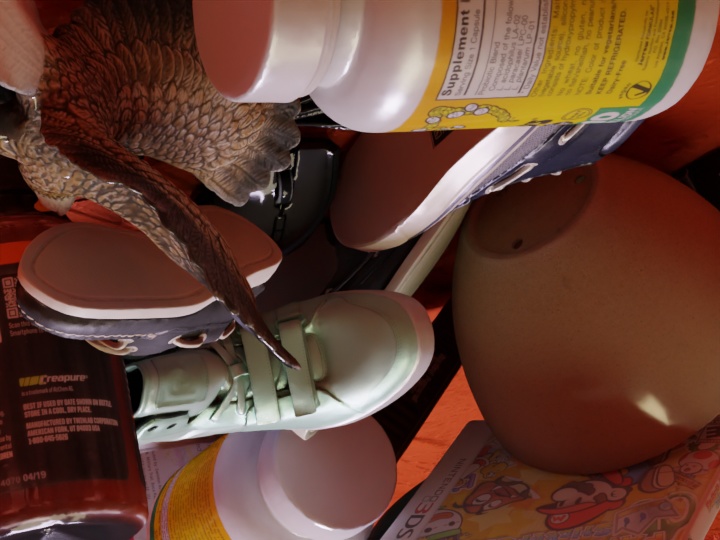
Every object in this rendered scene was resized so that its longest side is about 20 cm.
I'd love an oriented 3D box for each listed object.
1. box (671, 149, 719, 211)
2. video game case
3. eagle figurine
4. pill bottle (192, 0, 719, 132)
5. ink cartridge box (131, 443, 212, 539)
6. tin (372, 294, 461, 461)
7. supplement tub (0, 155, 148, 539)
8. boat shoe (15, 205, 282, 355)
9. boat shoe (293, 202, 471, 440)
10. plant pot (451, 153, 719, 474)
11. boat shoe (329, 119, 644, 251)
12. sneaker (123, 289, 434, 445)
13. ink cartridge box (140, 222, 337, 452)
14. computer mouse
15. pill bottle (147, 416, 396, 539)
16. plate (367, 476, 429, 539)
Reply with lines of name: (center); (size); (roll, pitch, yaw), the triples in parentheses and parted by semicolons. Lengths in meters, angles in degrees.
box: (0.322, -0.062, 1.230); (0.199, 0.044, 0.160); (2, 156, -41)
video game case: (0.115, 0.143, 1.087); (0.199, 0.023, 0.182); (-4, -153, 33)
eagle figurine: (-0.107, -0.051, 0.794); (0.199, 0.153, 0.151); (12, -173, -14)
pill bottle: (0.038, -0.114, 0.752); (0.199, 0.113, 0.113); (-5, 160, -27)
ink cartridge box: (-0.131, 0.143, 1.356); (0.199, 0.148, 0.086); (-7, 162, -17)
tin: (0.033, 0.095, 1.316); (0.200, 0.042, 0.112); (-54, 173, -27)
supplement tub: (-0.174, 0.045, 0.935); (0.106, 0.201, 0.107); (-11, 161, -4)
boat shoe: (-0.108, 0.012, 0.898); (0.060, 0.074, 0.200); (-59, 166, 20)
boat shoe: (0.000, 0.000, 1.074); (0.200, 0.066, 0.074); (-57, 170, 7)
plant pot: (0.134, 0.004, 1.109); (0.199, 0.201, 0.135); (-21, 127, 22)
boat shoe: (0.071, -0.063, 0.990); (0.092, 0.075, 0.200); (9, 152, -34)
sneaker: (-0.063, 0.061, 0.994); (0.199, 0.074, 0.118); (-15, 178, 21)
ink cartridge box: (-0.082, 0.047, 1.199); (0.146, 0.086, 0.200); (-6, 163, -21)
computer mouse: (-0.073, -0.040, 1.003); (0.140, 0.046, 0.200); (-7, 161, -23)
pill bottle: (-0.057, 0.153, 1.191); (0.112, 0.113, 0.200); (-3, 160, -29)
plate: (0.067, 0.162, 1.177); (0.199, 0.026, 0.200); (-26, -163, 9)
